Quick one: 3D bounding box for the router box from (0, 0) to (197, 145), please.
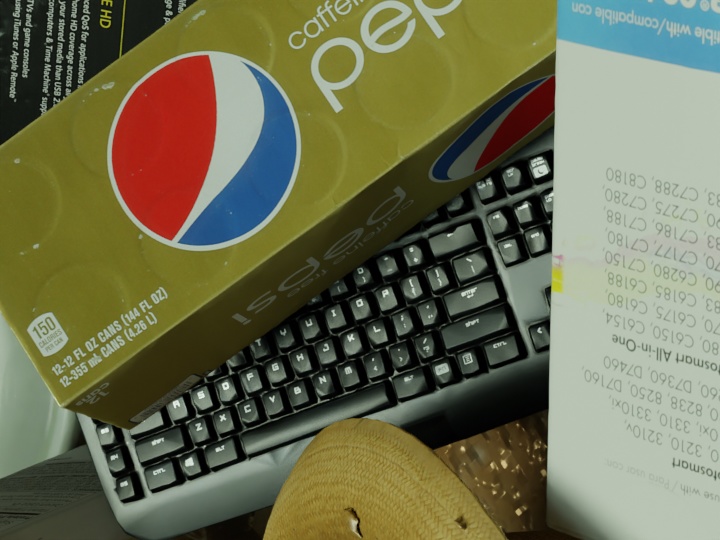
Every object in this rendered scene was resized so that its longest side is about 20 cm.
[{"bbox_3d":[-0.072,-0.095,0.776,0.148,0.051,0.201,12,116,8],"label":"router box"}]

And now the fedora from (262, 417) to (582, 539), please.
[{"bbox_3d":[0.043,0.129,0.678,0.200,0.081,0.202,33,128,55],"label":"fedora"}]

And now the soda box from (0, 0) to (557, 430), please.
[{"bbox_3d":[-0.006,-0.045,0.687,0.199,0.064,0.068,-36,76,4],"label":"soda box"}]

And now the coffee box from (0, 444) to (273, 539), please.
[{"bbox_3d":[-0.089,0.121,0.806,0.080,0.199,0.114,-5,101,45],"label":"coffee box"}]

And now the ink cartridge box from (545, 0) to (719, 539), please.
[{"bbox_3d":[0.103,-0.001,0.637,0.068,0.115,0.201,16,114,39],"label":"ink cartridge box"}]

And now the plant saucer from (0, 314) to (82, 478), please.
[{"bbox_3d":[-0.176,0.011,0.902,0.199,0.050,0.202,14,112,37],"label":"plant saucer"}]

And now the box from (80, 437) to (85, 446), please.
[{"bbox_3d":[-0.167,0.015,0.958,0.137,0.040,0.201,-20,90,46],"label":"box"}]

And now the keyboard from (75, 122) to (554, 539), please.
[{"bbox_3d":[0.000,0.000,0.732,0.199,0.040,0.105,-22,82,19],"label":"keyboard"}]
